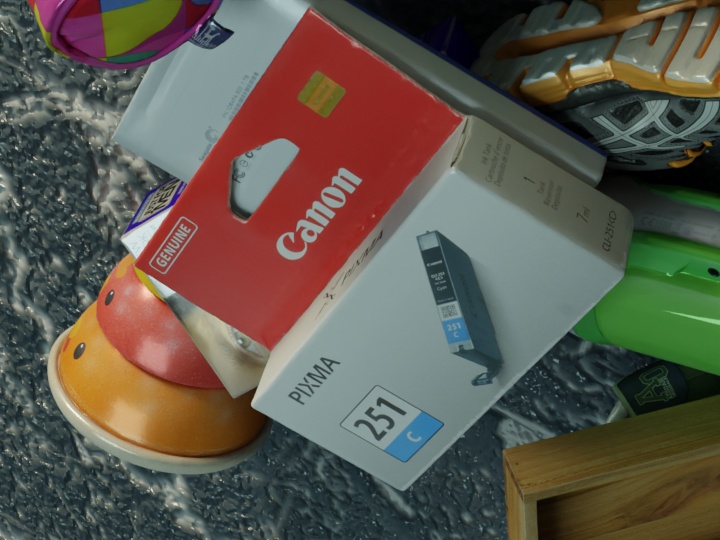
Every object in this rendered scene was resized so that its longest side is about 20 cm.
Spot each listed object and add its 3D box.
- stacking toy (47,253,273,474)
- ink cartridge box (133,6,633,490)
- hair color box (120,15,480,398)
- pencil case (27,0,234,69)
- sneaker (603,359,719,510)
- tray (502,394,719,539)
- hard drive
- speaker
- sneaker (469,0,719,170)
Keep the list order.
[{"bbox_3d":[-0.097,0.006,1.078,0.145,0.146,0.201,31,120,16],"label":"stacking toy"},{"bbox_3d":[0.000,0.000,0.838,0.175,0.045,0.200,31,133,-10],"label":"ink cartridge box"},{"bbox_3d":[-0.010,-0.030,0.920,0.199,0.065,0.110,-28,108,22],"label":"hair color box"},{"bbox_3d":[-0.118,-0.180,0.770,0.201,0.088,0.089,65,148,25],"label":"pencil case"},{"bbox_3d":[0.147,0.114,0.942,0.067,0.089,0.201,58,150,38],"label":"sneaker"},{"bbox_3d":[0.169,0.108,0.868,0.037,0.198,0.099,-112,12,-52],"label":"tray"},{"bbox_3d":[-0.004,-0.058,0.836,0.199,0.025,0.132,30,133,-8],"label":"hard drive"},{"bbox_3d":[0.183,0.012,0.839,0.198,0.088,0.089,16,133,31],"label":"speaker"},{"bbox_3d":[0.143,-0.085,0.809,0.199,0.079,0.077,0,137,45],"label":"sneaker"}]
